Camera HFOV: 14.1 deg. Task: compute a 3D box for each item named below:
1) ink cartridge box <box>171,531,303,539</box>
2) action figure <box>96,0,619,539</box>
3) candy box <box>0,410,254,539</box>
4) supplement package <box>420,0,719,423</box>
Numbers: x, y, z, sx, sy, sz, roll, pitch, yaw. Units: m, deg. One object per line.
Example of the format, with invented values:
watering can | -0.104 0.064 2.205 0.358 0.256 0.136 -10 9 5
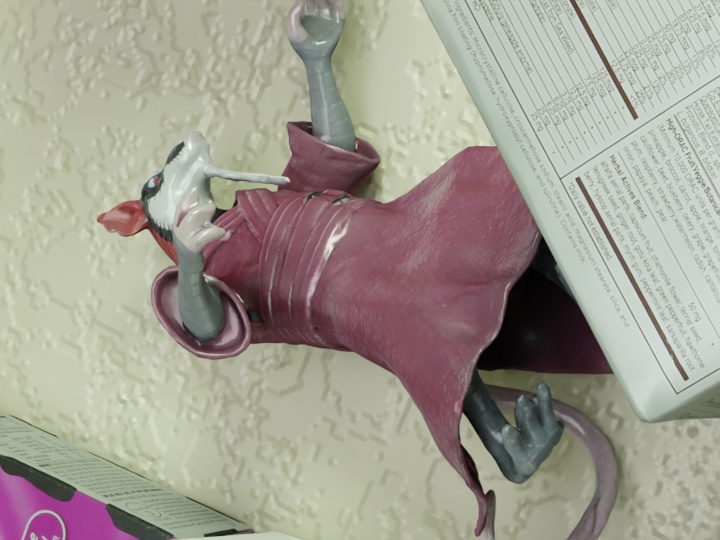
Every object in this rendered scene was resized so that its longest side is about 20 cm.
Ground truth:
ink cartridge box | -0.034 0.163 0.921 0.125 0.200 0.129 14 94 25
action figure | 0.000 0.000 0.988 0.199 0.134 0.150 11 136 37
candy box | -0.152 0.120 1.055 0.199 0.061 0.137 22 98 25
supplement package | 0.161 -0.066 0.843 0.199 0.191 0.148 -33 76 21
